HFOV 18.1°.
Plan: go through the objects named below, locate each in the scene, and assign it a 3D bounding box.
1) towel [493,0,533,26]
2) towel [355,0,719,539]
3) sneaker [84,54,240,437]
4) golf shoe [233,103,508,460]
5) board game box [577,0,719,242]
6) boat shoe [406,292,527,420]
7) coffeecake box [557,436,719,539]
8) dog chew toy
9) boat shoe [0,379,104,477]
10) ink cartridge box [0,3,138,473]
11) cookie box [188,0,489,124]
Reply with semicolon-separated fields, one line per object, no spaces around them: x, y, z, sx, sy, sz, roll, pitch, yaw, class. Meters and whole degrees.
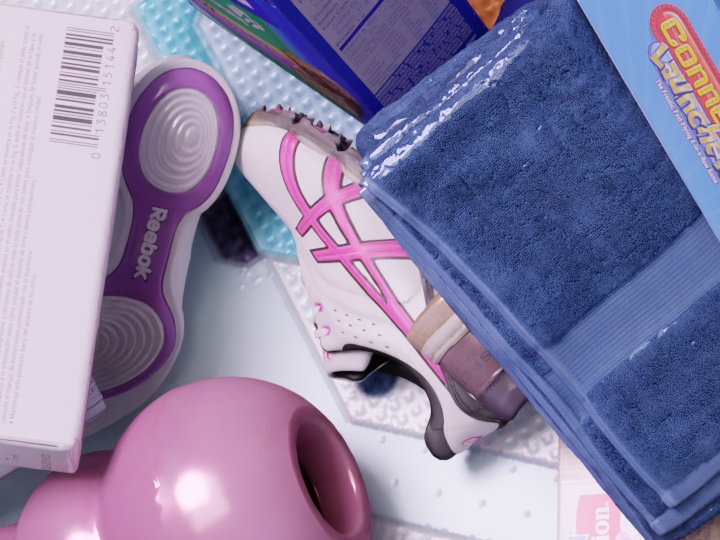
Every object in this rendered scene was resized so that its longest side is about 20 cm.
0.103;-0.095;0.974;0.049;0.200;0.149;27;76;-13;towel
0.095;0.000;0.852;0.111;0.049;0.200;-38;103;7;towel
-0.114;-0.011;1.095;0.201;0.074;0.100;-64;17;7;sneaker
0.000;0.000;1.031;0.092;0.073;0.200;-49;60;1;golf shoe
0.201;-0.070;0.863;0.056;0.196;0.201;-26;98;50;board game box
0.105;0.002;0.952;0.199;0.072;0.065;-29;79;-38;boat shoe
0.182;0.118;0.906;0.198;0.073;0.155;-6;69;22;coffeecake box
-0.095;0.128;1.001;0.199;0.124;0.125;-26;62;22;dog chew toy
-0.203;0.082;1.059;0.199;0.072;0.062;-31;89;27;boat shoe
-0.195;-0.023;0.981;0.175;0.045;0.202;8;68;-5;ink cartridge box
-0.047;-0.155;1.037;0.171;0.200;0.075;36;87;30;cookie box
